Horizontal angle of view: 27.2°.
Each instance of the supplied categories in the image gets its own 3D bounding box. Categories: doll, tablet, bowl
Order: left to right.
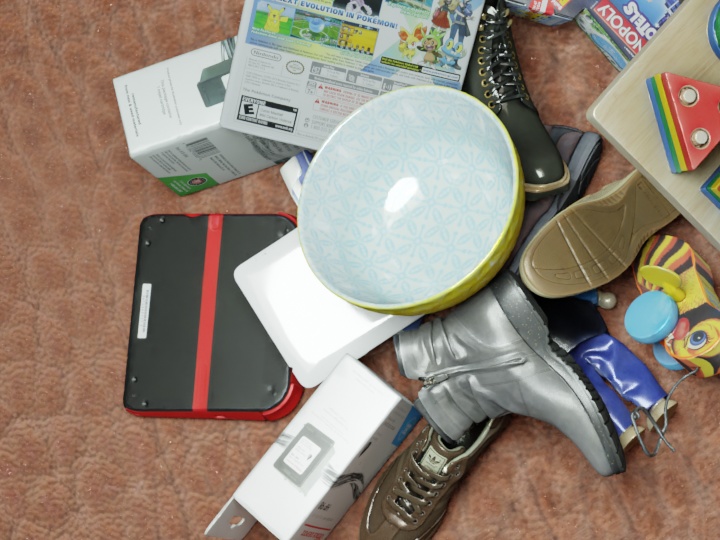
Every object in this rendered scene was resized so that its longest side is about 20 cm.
[{"bbox_3d":[0.000,0.000,1.331,0.200,0.014,0.130,-33,80,2],"label":"tablet"},{"bbox_3d":[0.058,-0.044,1.258,0.200,0.108,0.201,-11,65,24],"label":"bowl"},{"bbox_3d":[0.183,0.071,1.321,0.136,0.049,0.200,-35,68,-17],"label":"doll"}]

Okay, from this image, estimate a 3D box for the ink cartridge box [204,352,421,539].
[{"bbox_3d":[-0.038,0.178,1.318,0.067,0.116,0.200,38,88,17],"label":"ink cartridge box"}]

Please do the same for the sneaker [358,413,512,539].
[{"bbox_3d":[0.059,0.171,1.317,0.070,0.076,0.200,34,86,18],"label":"sneaker"}]

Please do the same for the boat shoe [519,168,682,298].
[{"bbox_3d":[0.206,-0.030,1.294,0.200,0.064,0.071,-30,90,-30],"label":"boat shoe"}]

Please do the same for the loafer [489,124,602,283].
[{"bbox_3d":[0.150,-0.052,1.335,0.063,0.072,0.200,24,61,19],"label":"loafer"}]

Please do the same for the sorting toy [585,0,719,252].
[{"bbox_3d":[0.334,-0.139,1.275,0.199,0.070,0.200,43,83,-8],"label":"sorting toy"}]

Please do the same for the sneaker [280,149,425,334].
[{"bbox_3d":[0.025,-0.041,1.381,0.115,0.081,0.200,-38,78,-1],"label":"sneaker"}]

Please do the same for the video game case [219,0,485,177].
[{"bbox_3d":[-0.007,-0.188,1.286,0.199,0.022,0.183,13,111,-3],"label":"video game case"}]

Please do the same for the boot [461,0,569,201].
[{"bbox_3d":[0.121,-0.166,1.301,0.077,0.139,0.200,-17,44,-21],"label":"boot"}]

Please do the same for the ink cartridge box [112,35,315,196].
[{"bbox_3d":[-0.110,-0.153,1.399,0.199,0.147,0.083,-17,74,8],"label":"ink cartridge box"}]

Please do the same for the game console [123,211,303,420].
[{"bbox_3d":[-0.136,0.042,1.423,0.176,0.031,0.201,-1,76,18],"label":"game console"}]

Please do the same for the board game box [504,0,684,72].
[{"bbox_3d":[0.227,-0.271,1.361,0.200,0.062,0.200,-43,98,-6],"label":"board game box"}]

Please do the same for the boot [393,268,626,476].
[{"bbox_3d":[0.125,0.111,1.255,0.132,0.070,0.200,-34,83,10],"label":"boot"}]

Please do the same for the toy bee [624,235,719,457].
[{"bbox_3d":[0.289,0.051,1.263,0.109,0.131,0.201,-22,67,31],"label":"toy bee"}]
